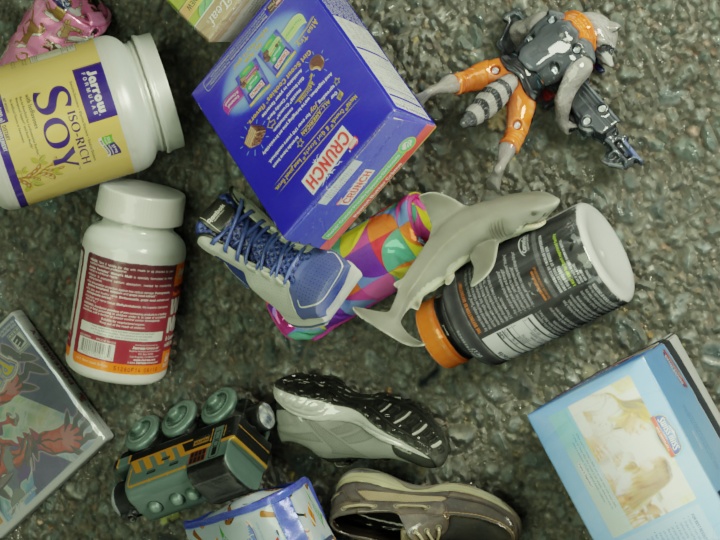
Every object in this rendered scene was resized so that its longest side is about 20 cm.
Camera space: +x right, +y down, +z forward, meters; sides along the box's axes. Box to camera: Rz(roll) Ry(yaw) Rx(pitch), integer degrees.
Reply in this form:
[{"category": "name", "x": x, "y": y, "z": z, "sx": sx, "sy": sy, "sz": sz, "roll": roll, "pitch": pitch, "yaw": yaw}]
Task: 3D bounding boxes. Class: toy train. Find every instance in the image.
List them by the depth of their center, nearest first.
[{"category": "toy train", "x": -0.177, "y": 0.197, "z": 1.854, "sx": 0.200, "sy": 0.114, "sz": 0.085, "roll": -21, "pitch": 126, "yaw": 29}]

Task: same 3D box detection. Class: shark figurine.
[{"category": "shark figurine", "x": 0.070, "y": -0.023, "z": 1.663, "sx": 0.214, "sy": 0.128, "sz": 0.090, "roll": -40, "pitch": 109, "yaw": -10}]

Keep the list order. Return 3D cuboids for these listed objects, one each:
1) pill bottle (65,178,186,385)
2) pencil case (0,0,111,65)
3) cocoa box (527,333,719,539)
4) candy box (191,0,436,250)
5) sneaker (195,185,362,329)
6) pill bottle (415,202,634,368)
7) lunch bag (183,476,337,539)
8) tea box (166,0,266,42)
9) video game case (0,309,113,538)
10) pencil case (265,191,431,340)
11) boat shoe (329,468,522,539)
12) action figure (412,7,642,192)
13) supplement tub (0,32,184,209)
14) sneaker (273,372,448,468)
[{"category": "pill bottle", "x": -0.243, "y": 0.011, "z": 1.872, "sx": 0.109, "sy": 0.110, "sz": 0.200, "roll": 16, "pitch": 103, "yaw": 21}, {"category": "pencil case", "x": -0.347, "y": -0.213, "z": 1.905, "sx": 0.083, "sy": 0.087, "sz": 0.200, "roll": 31, "pitch": 111, "yaw": -15}, {"category": "cocoa box", "x": 0.271, "y": 0.182, "z": 1.655, "sx": 0.133, "sy": 0.131, "sz": 0.200, "roll": -30, "pitch": 84, "yaw": 24}, {"category": "candy box", "x": -0.046, "y": -0.150, "z": 1.670, "sx": 0.169, "sy": 0.077, "sz": 0.200, "roll": -47, "pitch": 56, "yaw": 23}, {"category": "sneaker", "x": -0.099, "y": -0.017, "z": 1.729, "sx": 0.199, "sy": 0.115, "sz": 0.081, "roll": 26, "pitch": 79, "yaw": 51}, {"category": "pill bottle", "x": 0.151, "y": 0.023, "z": 1.700, "sx": 0.200, "sy": 0.106, "sz": 0.106, "roll": -27, "pitch": 86, "yaw": 24}, {"category": "lunch bag", "x": -0.077, "y": 0.304, "z": 1.794, "sx": 0.170, "sy": 0.124, "sz": 0.200, "roll": 66, "pitch": 156, "yaw": 3}, {"category": "tea box", "x": -0.127, "y": -0.362, "z": 1.757, "sx": 0.197, "sy": 0.134, "sz": 0.200, "roll": 44, "pitch": 111, "yaw": 12}, {"category": "video game case", "x": -0.396, "y": 0.175, "z": 2.010, "sx": 0.200, "sy": 0.023, "sz": 0.182, "roll": -42, "pitch": 80, "yaw": 23}, {"category": "pencil case", "x": 0.000, "y": 0.000, "z": 1.779, "sx": 0.200, "sy": 0.088, "sz": 0.088, "roll": -28, "pitch": 85, "yaw": 26}, {"category": "boat shoe", "x": 0.061, "y": 0.256, "z": 1.777, "sx": 0.200, "sy": 0.073, "sz": 0.075, "roll": 6, "pitch": 131, "yaw": 22}, {"category": "action figure", "x": 0.174, "y": -0.163, "z": 1.648, "sx": 0.193, "sy": 0.105, "sz": 0.200, "roll": -42, "pitch": 73, "yaw": -11}, {"category": "supplement tub", "x": -0.293, "y": -0.156, "z": 1.817, "sx": 0.200, "sy": 0.145, "sz": 0.146, "roll": -18, "pitch": 89, "yaw": -7}, {"category": "sneaker", "x": 0.000, "y": 0.165, "z": 1.813, "sx": 0.200, "sy": 0.074, "sz": 0.079, "roll": 16, "pitch": 113, "yaw": 28}]
